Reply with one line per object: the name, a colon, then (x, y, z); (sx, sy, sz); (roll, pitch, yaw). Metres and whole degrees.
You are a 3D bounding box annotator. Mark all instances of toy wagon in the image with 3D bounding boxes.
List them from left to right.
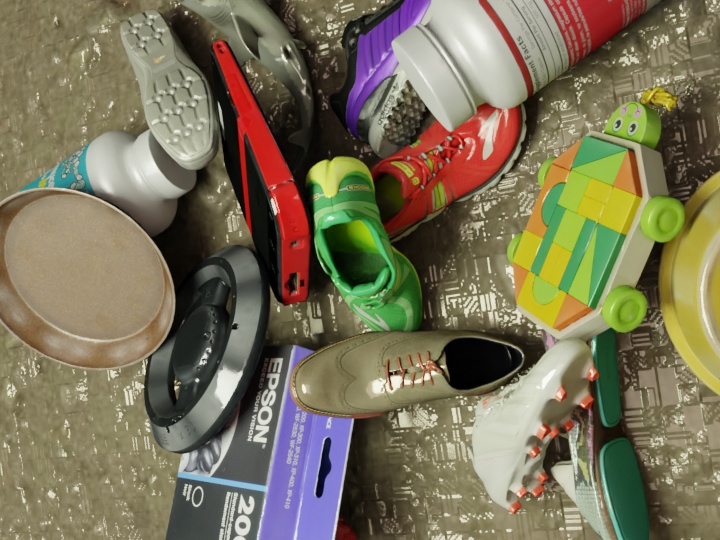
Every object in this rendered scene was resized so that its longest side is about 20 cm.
toy wagon: (0.182, -0.049, 0.700); (0.155, 0.039, 0.203); (41, 113, 63)

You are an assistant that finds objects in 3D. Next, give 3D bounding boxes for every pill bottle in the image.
pill bottle: (-0.262, -0.067, 0.911); (0.198, 0.110, 0.112); (-27, 81, 22)
pill bottle: (0.128, -0.201, 0.704); (0.199, 0.112, 0.113); (-35, 78, 3)

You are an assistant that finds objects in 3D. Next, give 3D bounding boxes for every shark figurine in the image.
shark figurine: (-0.095, -0.195, 0.865); (0.089, 0.128, 0.216); (-28, 98, 47)

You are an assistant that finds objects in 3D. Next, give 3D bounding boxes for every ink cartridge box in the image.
ink cartridge box: (-0.092, 0.168, 0.814); (0.198, 0.043, 0.201); (-6, 69, 44)

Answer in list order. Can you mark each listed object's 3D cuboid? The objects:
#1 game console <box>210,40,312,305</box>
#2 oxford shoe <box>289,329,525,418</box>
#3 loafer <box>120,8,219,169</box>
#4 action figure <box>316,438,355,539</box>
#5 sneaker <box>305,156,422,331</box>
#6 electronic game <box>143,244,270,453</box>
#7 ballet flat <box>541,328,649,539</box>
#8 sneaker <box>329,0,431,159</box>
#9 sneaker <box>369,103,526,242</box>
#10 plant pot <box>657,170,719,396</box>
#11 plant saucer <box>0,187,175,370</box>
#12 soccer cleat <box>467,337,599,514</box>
game console: (-0.086, -0.075, 0.790); (0.031, 0.201, 0.179); (-18, 70, -12)
oxford shoe: (0.040, 0.078, 0.746); (0.197, 0.075, 0.072); (-9, 81, -14)
loafer: (-0.176, -0.168, 0.868); (0.069, 0.070, 0.202); (-24, 57, -1)
action figure: (-0.057, 0.197, 0.835); (0.065, 0.098, 0.203); (-8, 91, 46)
sneaker: (0.000, 0.000, 0.751); (0.073, 0.201, 0.084); (-13, 45, 15)
electronic game: (-0.146, 0.071, 0.851); (0.199, 0.041, 0.202); (-34, 44, 39)
ballet flat: (0.187, 0.137, 0.747); (0.071, 0.069, 0.203); (-15, 81, 42)
sneaker: (0.033, -0.210, 0.797); (0.099, 0.069, 0.202); (36, 103, 27)
sneaker: (0.059, -0.083, 0.780); (0.199, 0.085, 0.077); (-40, 78, 21)
plant pot: (0.301, 0.012, 0.618); (0.198, 0.188, 0.204); (1, 93, 24)
plant saucer: (-0.269, 0.005, 0.870); (0.197, 0.035, 0.203); (4, 122, 7)
soccer cleat: (0.127, 0.117, 0.723); (0.078, 0.069, 0.202); (47, 145, 31)
